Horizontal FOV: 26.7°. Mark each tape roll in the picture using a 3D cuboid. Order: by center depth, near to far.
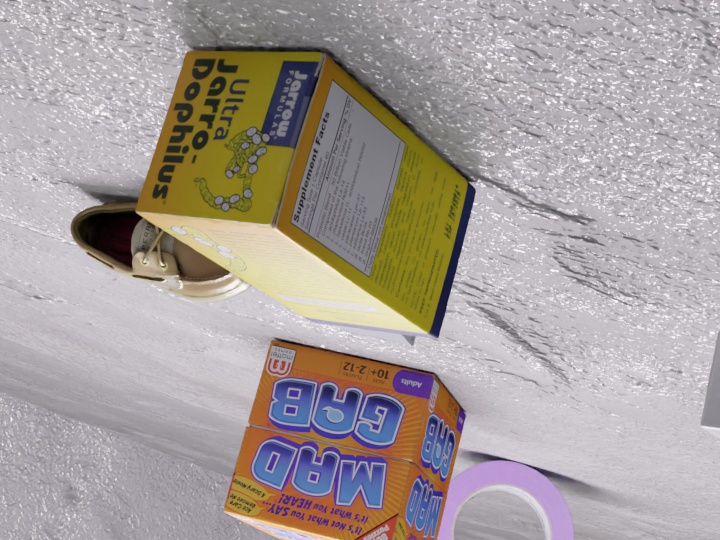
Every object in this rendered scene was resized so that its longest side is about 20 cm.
[{"bbox_3d":[0.192,0.366,2.084,0.198,0.202,0.066,15,165,4],"label":"tape roll"}]

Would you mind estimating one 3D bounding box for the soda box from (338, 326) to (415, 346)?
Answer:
[{"bbox_3d":[0.000,0.000,1.157,0.063,0.069,0.200,11,168,16],"label":"soda box"}]

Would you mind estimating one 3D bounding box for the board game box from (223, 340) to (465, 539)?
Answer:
[{"bbox_3d":[-0.011,0.218,1.746,0.198,0.202,0.200,10,165,18],"label":"board game box"}]

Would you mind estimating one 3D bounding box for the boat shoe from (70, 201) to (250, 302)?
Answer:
[{"bbox_3d":[-0.167,-0.019,1.270,0.199,0.075,0.066,4,167,40],"label":"boat shoe"}]

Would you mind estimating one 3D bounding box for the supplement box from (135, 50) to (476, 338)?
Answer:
[{"bbox_3d":[-0.028,-0.044,0.949,0.109,0.110,0.200,6,162,34],"label":"supplement box"}]

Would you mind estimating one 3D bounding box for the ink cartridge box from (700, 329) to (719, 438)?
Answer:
[{"bbox_3d":[0.377,0.119,1.177,0.144,0.085,0.199,3,162,42],"label":"ink cartridge box"}]
